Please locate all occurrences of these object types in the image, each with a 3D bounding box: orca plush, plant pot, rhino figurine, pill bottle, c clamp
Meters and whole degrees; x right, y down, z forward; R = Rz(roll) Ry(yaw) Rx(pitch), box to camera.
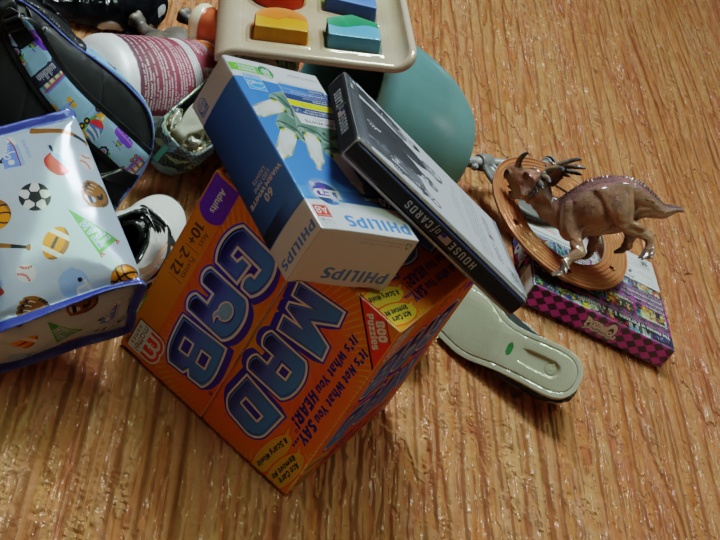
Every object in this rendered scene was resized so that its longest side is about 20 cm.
[{"bbox_3d":[-0.288,-0.319,1.653,0.198,0.071,0.106,7,40,-38],"label":"orca plush"},{"bbox_3d":[0.029,-0.155,1.626,0.160,0.201,0.202,24,31,-31],"label":"plant pot"},{"bbox_3d":[-0.226,-0.237,1.613,0.087,0.060,0.199,42,33,18],"label":"rhino figurine"},{"bbox_3d":[-0.229,-0.180,1.482,0.198,0.110,0.110,-4,48,-47],"label":"pill bottle"},{"bbox_3d":[0.206,-0.118,1.839,0.198,0.027,0.171,5,37,-40],"label":"c clamp"}]

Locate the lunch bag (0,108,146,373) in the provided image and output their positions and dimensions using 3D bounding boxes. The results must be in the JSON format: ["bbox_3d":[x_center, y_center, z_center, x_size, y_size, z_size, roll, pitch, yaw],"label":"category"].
[{"bbox_3d":[-0.289,-0.014,1.152,0.198,0.124,0.172,-17,70,-22],"label":"lunch bag"}]

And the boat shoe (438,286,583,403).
[{"bbox_3d":[0.141,0.074,1.553,0.199,0.072,0.068,34,-6,12],"label":"boat shoe"}]

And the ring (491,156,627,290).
[{"bbox_3d":[0.234,-0.054,1.755,0.198,0.019,0.202,24,40,-21],"label":"ring"}]

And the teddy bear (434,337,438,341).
[{"bbox_3d":[0.000,0.000,1.461,0.200,0.067,0.145,42,3,-37],"label":"teddy bear"}]

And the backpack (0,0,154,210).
[{"bbox_3d":[-0.290,-0.132,1.299,0.199,0.183,0.134,36,2,-32],"label":"backpack"}]

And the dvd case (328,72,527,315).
[{"bbox_3d":[0.053,-0.065,1.212,0.200,0.025,0.151,43,15,-22],"label":"dvd case"}]

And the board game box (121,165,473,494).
[{"bbox_3d":[-0.045,0.024,1.289,0.199,0.201,0.199,40,31,10],"label":"board game box"}]

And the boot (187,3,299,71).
[{"bbox_3d":[-0.129,-0.231,1.627,0.106,0.076,0.200,23,-13,13],"label":"boot"}]

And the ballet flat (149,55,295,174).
[{"bbox_3d":[-0.127,-0.168,1.454,0.074,0.074,0.200,38,64,8],"label":"ballet flat"}]

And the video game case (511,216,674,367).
[{"bbox_3d":[0.274,0.013,1.773,0.198,0.036,0.182,24,31,-17],"label":"video game case"}]

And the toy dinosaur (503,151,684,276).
[{"bbox_3d":[0.265,-0.077,1.669,0.197,0.138,0.086,-10,11,7],"label":"toy dinosaur"}]

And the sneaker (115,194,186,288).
[{"bbox_3d":[-0.197,-0.025,1.330,0.073,0.080,0.200,33,29,-2],"label":"sneaker"}]

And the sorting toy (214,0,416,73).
[{"bbox_3d":[-0.047,-0.255,1.497,0.197,0.037,0.186,2,32,-4],"label":"sorting toy"}]

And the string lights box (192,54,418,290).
[{"bbox_3d":[-0.047,-0.077,1.172,0.102,0.059,0.201,6,41,-41],"label":"string lights box"}]
